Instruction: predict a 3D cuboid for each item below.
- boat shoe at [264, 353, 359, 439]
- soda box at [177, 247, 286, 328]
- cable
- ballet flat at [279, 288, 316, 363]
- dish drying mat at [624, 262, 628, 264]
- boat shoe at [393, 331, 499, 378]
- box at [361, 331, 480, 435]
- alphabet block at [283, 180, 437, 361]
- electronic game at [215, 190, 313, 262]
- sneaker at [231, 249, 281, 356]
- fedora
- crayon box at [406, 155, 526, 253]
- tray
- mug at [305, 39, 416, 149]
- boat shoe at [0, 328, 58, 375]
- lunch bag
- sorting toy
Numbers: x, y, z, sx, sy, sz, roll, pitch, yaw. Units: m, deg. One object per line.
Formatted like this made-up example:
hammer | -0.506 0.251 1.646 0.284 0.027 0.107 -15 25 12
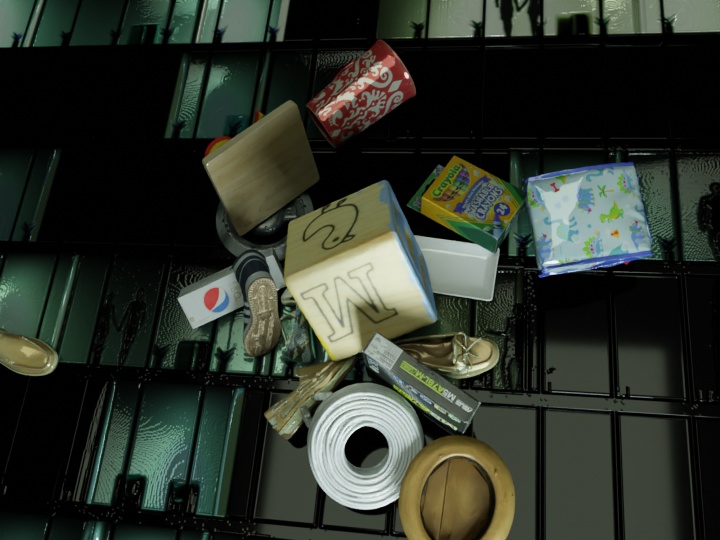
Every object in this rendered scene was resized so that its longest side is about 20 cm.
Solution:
boat shoe | -0.087 0.197 1.289 0.076 0.072 0.200 43 79 3
soda box | -0.241 0.033 1.391 0.197 0.064 0.069 -24 107 -1
cable | 0.009 0.289 1.217 0.196 0.069 0.204 -14 91 -1
ballet flat | -0.117 0.072 1.360 0.073 0.075 0.204 -7 62 6
dish drying mat | 0.437 -0.098 1.371 0.077 0.018 0.200 -44 68 -9
boat shoe | 0.145 0.148 1.293 0.195 0.063 0.075 -6 66 7
box | 0.096 0.192 1.203 0.198 0.194 0.048 34 73 13
alphabet block | 0.000 0.000 1.257 0.197 0.198 0.197 -23 29 11
electronic game | -0.190 -0.105 1.465 0.195 0.042 0.204 0 68 0
sneaker | -0.191 0.055 1.336 0.069 0.203 0.109 -11 44 -20
fedora | 0.151 0.369 1.182 0.196 0.082 0.205 0 76 0
crayon box | 0.201 -0.134 1.395 0.198 0.052 0.126 30 63 20
tray | 0.156 -0.005 1.378 0.196 0.022 0.109 9 70 13
mug | -0.006 -0.353 1.514 0.199 0.177 0.134 -39 103 -3
boat shoe | -0.681 0.150 1.422 0.196 0.076 0.073 13 70 14
lunch bag | 0.399 -0.090 1.297 0.196 0.127 0.174 -11 83 11
sorting toy | -0.192 -0.201 1.383 0.199 0.200 0.070 -37 55 -15
